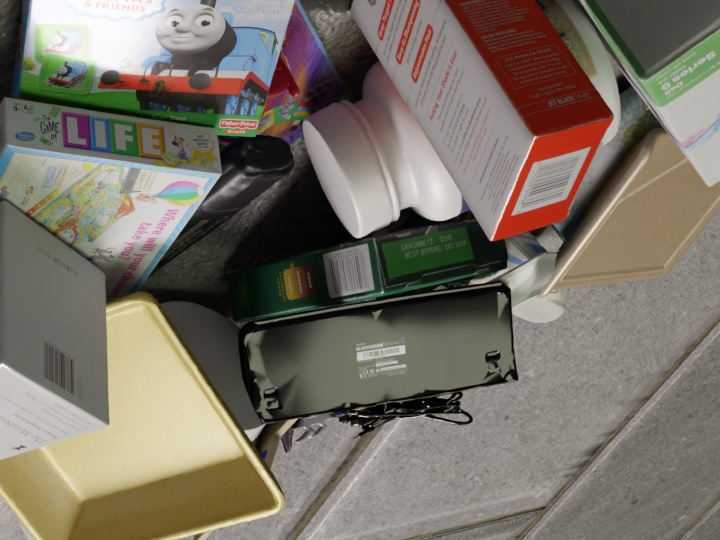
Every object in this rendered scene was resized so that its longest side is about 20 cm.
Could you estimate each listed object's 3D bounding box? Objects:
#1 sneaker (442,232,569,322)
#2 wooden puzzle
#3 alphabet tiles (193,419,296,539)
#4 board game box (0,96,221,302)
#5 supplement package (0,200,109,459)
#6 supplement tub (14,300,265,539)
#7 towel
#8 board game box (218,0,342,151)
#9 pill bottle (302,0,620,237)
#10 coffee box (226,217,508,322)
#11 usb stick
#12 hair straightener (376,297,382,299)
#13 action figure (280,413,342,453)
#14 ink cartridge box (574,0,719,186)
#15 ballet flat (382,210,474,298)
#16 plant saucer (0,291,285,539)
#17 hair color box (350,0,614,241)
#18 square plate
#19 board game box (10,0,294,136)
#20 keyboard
[{"bbox_3d":[0.109,-0.015,1.403,0.071,0.073,0.199,-15,152,37],"label":"sneaker"},{"bbox_3d":[0.248,-0.058,1.391,0.199,0.037,0.186,-11,145,-43],"label":"wooden puzzle"},{"bbox_3d":[-0.076,0.115,1.311,0.007,0.168,0.200,26,144,-12],"label":"alphabet tiles"},{"bbox_3d":[-0.186,-0.031,1.037,0.133,0.035,0.200,7,148,-27],"label":"board game box"},{"bbox_3d":[-0.268,0.056,1.017,0.198,0.111,0.114,-19,148,21],"label":"supplement package"},{"bbox_3d":[-0.168,0.133,1.276,0.144,0.145,0.200,3,138,-46],"label":"supplement tub"},{"bbox_3d":[0.230,-0.090,1.402,0.171,0.048,0.200,-37,152,7],"label":"towel"},{"bbox_3d":[-0.088,-0.101,1.078,0.157,0.039,0.200,-31,152,1],"label":"board game box"},{"bbox_3d":[0.067,-0.104,1.138,0.199,0.120,0.120,-26,152,-10],"label":"pill bottle"},{"bbox_3d":[0.000,0.000,1.224,0.122,0.044,0.199,-11,179,-35],"label":"coffee box"},{"bbox_3d":[-0.118,-0.037,1.113,0.055,0.033,0.199,-12,165,-45],"label":"usb stick"},{"bbox_3d":[0.030,0.051,1.392,0.198,0.041,0.077,-7,152,-2],"label":"hair straightener"},{"bbox_3d":[0.019,0.099,1.475,0.198,0.070,0.130,-15,165,-12],"label":"action figure"},{"bbox_3d":[0.218,-0.166,1.154,0.087,0.146,0.200,-36,152,11],"label":"ink cartridge box"},{"bbox_3d":[0.078,-0.044,1.274,0.065,0.071,0.201,8,131,-22],"label":"ballet flat"},{"bbox_3d":[-0.174,0.103,1.137,0.198,0.049,0.201,-17,121,22],"label":"plant saucer"},{"bbox_3d":[0.069,-0.130,1.013,0.061,0.201,0.102,-16,150,-24],"label":"hair color box"},{"bbox_3d":[0.065,0.044,1.276,0.197,0.029,0.200,-29,176,10],"label":"square plate"},{"bbox_3d":[-0.113,-0.157,0.928,0.150,0.037,0.201,1,142,-17],"label":"board game box"},{"bbox_3d":[0.013,0.066,1.180,0.198,0.040,0.105,-8,108,-8],"label":"keyboard"}]
